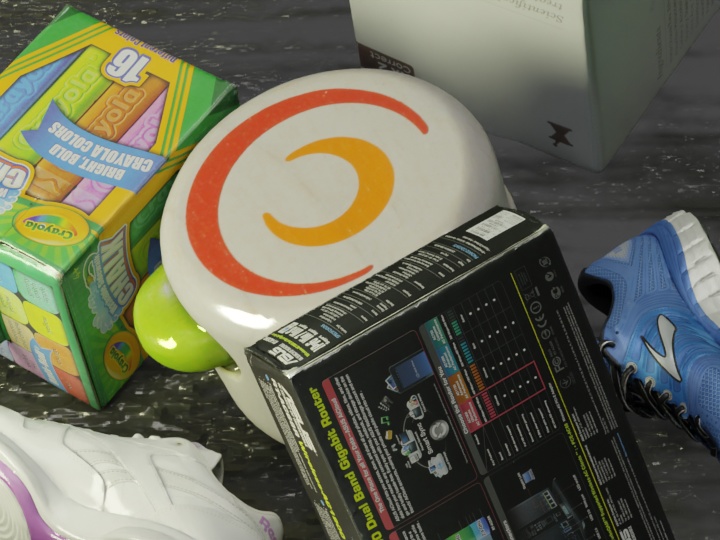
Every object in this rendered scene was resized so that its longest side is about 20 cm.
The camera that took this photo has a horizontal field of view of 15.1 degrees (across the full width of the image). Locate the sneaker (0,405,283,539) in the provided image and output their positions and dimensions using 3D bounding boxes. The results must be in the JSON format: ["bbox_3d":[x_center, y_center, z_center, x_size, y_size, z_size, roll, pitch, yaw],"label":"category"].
[{"bbox_3d":[-0.131,0.119,1.411,0.200,0.075,0.100,28,42,25],"label":"sneaker"}]

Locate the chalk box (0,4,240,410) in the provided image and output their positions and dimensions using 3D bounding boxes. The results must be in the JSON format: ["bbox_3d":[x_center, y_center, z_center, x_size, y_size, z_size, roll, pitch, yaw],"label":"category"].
[{"bbox_3d":[-0.163,-0.020,1.475,0.124,0.125,0.200,26,61,25],"label":"chalk box"}]

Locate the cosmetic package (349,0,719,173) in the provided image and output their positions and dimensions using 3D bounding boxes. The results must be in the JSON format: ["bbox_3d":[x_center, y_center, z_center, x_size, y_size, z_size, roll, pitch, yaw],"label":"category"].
[{"bbox_3d":[0.111,-0.198,1.549,0.165,0.165,0.200,23,59,24],"label":"cosmetic package"}]

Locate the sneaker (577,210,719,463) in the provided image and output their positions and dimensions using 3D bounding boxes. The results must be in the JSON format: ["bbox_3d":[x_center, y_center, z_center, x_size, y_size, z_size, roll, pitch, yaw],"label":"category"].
[{"bbox_3d":[0.168,0.060,1.412,0.089,0.079,0.200,-22,45,-1],"label":"sneaker"}]

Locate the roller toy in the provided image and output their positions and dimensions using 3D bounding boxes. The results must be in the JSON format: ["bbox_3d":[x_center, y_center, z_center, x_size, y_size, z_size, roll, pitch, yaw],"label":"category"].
[{"bbox_3d":[0.000,0.000,1.428,0.200,0.140,0.183,7,55,25],"label":"roller toy"}]

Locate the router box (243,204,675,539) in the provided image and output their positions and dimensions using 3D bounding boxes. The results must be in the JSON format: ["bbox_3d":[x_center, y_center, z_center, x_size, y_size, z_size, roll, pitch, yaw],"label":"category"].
[{"bbox_3d":[0.052,0.091,1.320,0.150,0.200,0.062,-29,22,-16],"label":"router box"}]
